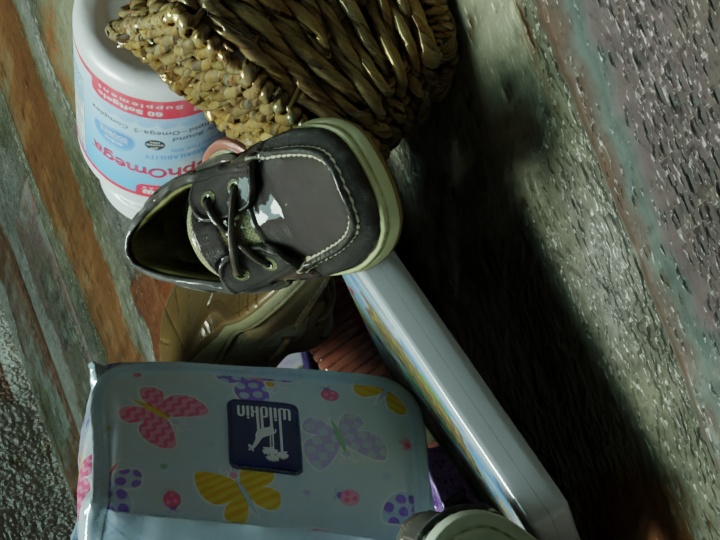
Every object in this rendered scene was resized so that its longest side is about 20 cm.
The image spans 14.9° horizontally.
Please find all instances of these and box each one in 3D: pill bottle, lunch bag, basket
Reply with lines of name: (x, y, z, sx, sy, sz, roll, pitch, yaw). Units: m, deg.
pill bottle: (-0.121, -0.108, 1.687, 0.200, 0.108, 0.109, 97, 150, -63)
lunch bag: (-0.055, 0.107, 1.349, 0.200, 0.168, 0.128, -126, 42, -81)
basket: (-0.015, -0.132, 1.329, 0.142, 0.149, 0.200, 39, 172, -13)

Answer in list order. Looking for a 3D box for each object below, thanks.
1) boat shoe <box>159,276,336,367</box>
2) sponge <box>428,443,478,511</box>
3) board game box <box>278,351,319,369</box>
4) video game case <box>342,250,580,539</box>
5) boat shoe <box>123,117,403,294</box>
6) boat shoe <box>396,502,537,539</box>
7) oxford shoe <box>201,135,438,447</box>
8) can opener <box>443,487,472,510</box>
boat shoe: (-0.043, 0.008, 1.411, 0.200, 0.064, 0.072, 142, 135, -60)
sponge: (0.014, 0.065, 1.556, 0.112, 0.030, 0.201, 100, 148, -65)
board game box: (-0.044, 0.073, 1.635, 0.200, 0.041, 0.201, 75, -179, -51)
video game case: (0.048, 0.071, 1.297, 0.201, 0.022, 0.182, 56, 175, 28)
boat shoe: (-0.047, -0.019, 1.238, 0.200, 0.065, 0.074, -19, 95, 64)
boat shoe: (0.093, 0.177, 1.204, 0.201, 0.072, 0.061, 48, 168, -15)
oxford shoe: (0.000, 0.000, 1.473, 0.071, 0.074, 0.201, -28, 97, 49)
can opener: (0.047, 0.156, 1.372, 0.053, 0.067, 0.200, 50, -174, -2)
